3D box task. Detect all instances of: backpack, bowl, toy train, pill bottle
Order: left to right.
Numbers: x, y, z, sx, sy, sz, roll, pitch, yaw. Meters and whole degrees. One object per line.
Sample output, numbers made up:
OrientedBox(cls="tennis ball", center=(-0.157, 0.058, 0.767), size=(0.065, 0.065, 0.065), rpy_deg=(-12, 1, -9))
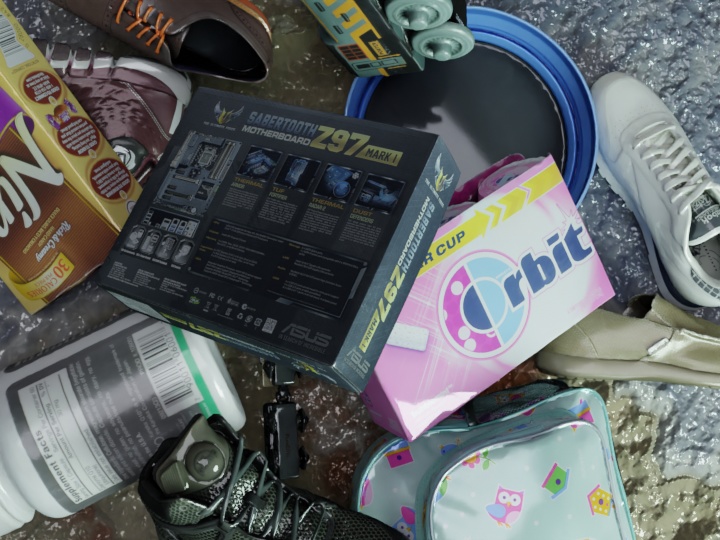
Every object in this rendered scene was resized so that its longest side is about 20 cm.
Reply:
OrientedBox(cls="pill bottle", center=(-0.191, 0.103, 0.730), size=(0.198, 0.113, 0.114), rpy_deg=(-25, 87, -5))
OrientedBox(cls="toy train", center=(-0.060, 0.054, 0.779), size=(0.034, 0.046, 0.203), rpy_deg=(-1, 86, -18))
OrientedBox(cls="toy train", center=(0.008, -0.198, 0.700), size=(0.112, 0.200, 0.087), rpy_deg=(-5, 73, 22))
OrientedBox(cls="bowl", center=(0.084, -0.102, 0.806), size=(0.197, 0.039, 0.204), rpy_deg=(0, 84, -4))
OrientedBox(cls="backpack", center=(0.090, 0.180, 0.727), size=(0.197, 0.153, 0.178), rpy_deg=(-13, 90, 3))

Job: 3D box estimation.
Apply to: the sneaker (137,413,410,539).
OrientedBox(cls="sneaker", center=(-0.062, 0.157, 0.656), size=(0.197, 0.115, 0.077), rpy_deg=(14, 56, 26))

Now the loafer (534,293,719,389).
OrientedBox(cls="loafer", center=(0.232, 0.052, 0.783), size=(0.197, 0.076, 0.069), rpy_deg=(1, 91, -4))

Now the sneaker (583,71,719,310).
OrientedBox(cls="sneaker", center=(0.241, -0.067, 0.794), size=(0.076, 0.081, 0.202), rpy_deg=(-27, 85, -4))

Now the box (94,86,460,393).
OrientedBox(cls="box", center=(-0.055, -0.027, 0.662), size=(0.198, 0.051, 0.159), rpy_deg=(15, 72, 30))

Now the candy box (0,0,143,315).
OrientedBox(cls="candy box", center=(-0.246, -0.082, 0.726), size=(0.116, 0.057, 0.201), rpy_deg=(-31, 103, 28))

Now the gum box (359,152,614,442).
OrientedBox(cls="gum box", center=(0.076, 0.012, 0.724), size=(0.199, 0.066, 0.114), rpy_deg=(-33, 106, -17))

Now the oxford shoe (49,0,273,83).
OrientedBox(cls="oxford shoe", center=(-0.150, -0.190, 0.742), size=(0.198, 0.073, 0.072), rpy_deg=(16, 119, -23))

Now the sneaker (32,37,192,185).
OrientedBox(cls="sneaker", center=(-0.229, -0.106, 0.769), size=(0.197, 0.076, 0.117), rpy_deg=(6, 87, -4))
